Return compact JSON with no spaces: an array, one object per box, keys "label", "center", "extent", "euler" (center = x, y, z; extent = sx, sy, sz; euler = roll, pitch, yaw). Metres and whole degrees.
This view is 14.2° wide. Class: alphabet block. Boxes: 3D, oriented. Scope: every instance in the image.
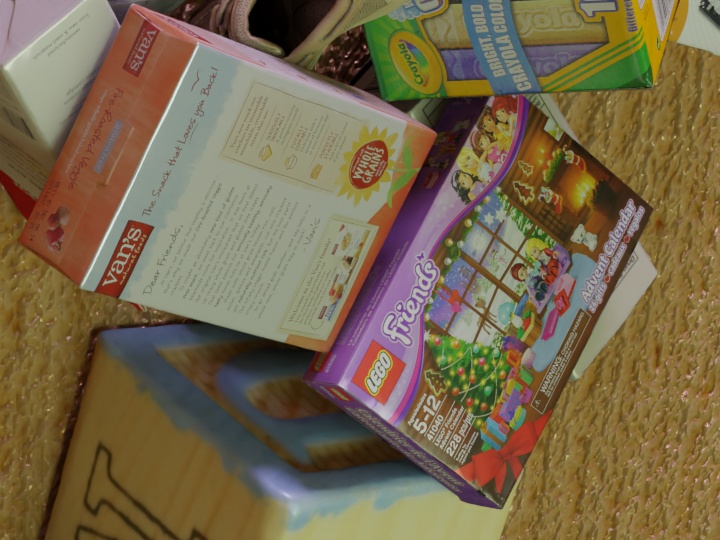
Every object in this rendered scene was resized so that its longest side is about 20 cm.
[{"label":"alphabet block","center":[-0.053,0.159,1.698],"extent":[0.195,0.196,0.200],"euler":[-3,120,-40]}]

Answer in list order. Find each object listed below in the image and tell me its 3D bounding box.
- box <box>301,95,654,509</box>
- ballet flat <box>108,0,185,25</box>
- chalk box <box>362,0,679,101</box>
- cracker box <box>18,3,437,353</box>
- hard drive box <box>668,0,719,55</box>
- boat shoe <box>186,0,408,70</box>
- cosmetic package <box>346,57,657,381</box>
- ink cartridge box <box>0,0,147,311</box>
[{"label":"box","center":[0.068,0.012,1.599],"extent":[0.137,0.039,0.200],"euler":[37,71,-30]},{"label":"ballet flat","center":[-0.073,-0.193,1.539],"extent":[0.200,0.067,0.064],"euler":[-35,164,-18]},{"label":"chalk box","center":[0.064,-0.176,1.572],"extent":[0.125,0.200,0.124],"euler":[-67,150,-50]},{"label":"cracker box","center":[-0.064,-0.043,1.470],"extent":[0.200,0.058,0.134],"euler":[17,102,-52]},{"label":"hard drive box","center":[0.210,-0.240,1.746],"extent":[0.156,0.077,0.200],"euler":[7,113,-46]},{"label":"boat shoe","center":[-0.050,-0.134,1.522],"extent":[0.064,0.071,0.200],"euler":[-21,171,-47]},{"label":"cosmetic package","center":[0.074,-0.041,1.685],"extent":[0.103,0.087,0.200],"euler":[-49,118,-34]},{"label":"ink cartridge box","center":[-0.154,-0.081,1.490],"extent":[0.067,0.116,0.200],"euler":[-42,140,-15]}]
